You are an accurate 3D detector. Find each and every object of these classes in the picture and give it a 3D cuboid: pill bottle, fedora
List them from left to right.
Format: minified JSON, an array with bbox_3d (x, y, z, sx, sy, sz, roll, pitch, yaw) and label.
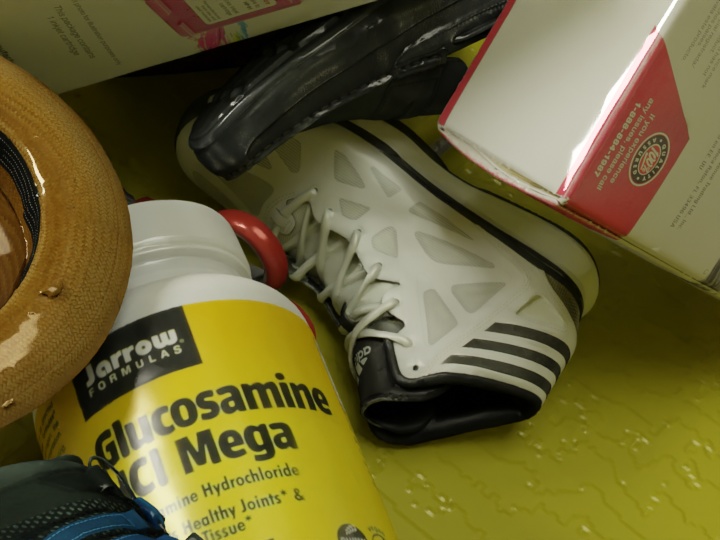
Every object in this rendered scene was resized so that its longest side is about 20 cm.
[{"bbox_3d":[-0.184,0.002,0.691,0.200,0.082,0.201,6,56,-9],"label":"fedora"},{"bbox_3d":[-0.056,0.076,0.710,0.112,0.112,0.200,-7,54,-25],"label":"pill bottle"}]

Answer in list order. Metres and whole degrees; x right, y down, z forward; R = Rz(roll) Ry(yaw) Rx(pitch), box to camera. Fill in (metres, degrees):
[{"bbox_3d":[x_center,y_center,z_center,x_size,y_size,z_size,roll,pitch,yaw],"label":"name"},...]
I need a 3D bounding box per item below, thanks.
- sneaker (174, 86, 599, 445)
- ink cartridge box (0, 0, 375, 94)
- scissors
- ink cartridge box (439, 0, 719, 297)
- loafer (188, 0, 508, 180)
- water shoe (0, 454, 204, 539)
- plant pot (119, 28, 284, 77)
[{"bbox_3d":[0.000,0.000,0.819,0.200,0.076,0.115,26,46,-1],"label":"sneaker"},{"bbox_3d":[-0.069,-0.168,0.766,0.200,0.085,0.145,-15,62,8],"label":"ink cartridge box"},{"bbox_3d":[-0.097,-0.019,0.835,0.200,0.073,0.014,24,53,35],"label":"scissors"},{"bbox_3d":[0.150,-0.072,0.821,0.200,0.147,0.083,25,7,-46],"label":"ink cartridge box"},{"bbox_3d":[0.019,-0.092,0.805,0.201,0.068,0.070,-37,104,-19],"label":"loafer"},{"bbox_3d":[-0.075,0.090,0.583,0.200,0.072,0.079,10,50,-12],"label":"water shoe"},{"bbox_3d":[-0.050,-0.172,0.896,0.200,0.187,0.187,-26,62,-16],"label":"plant pot"}]
